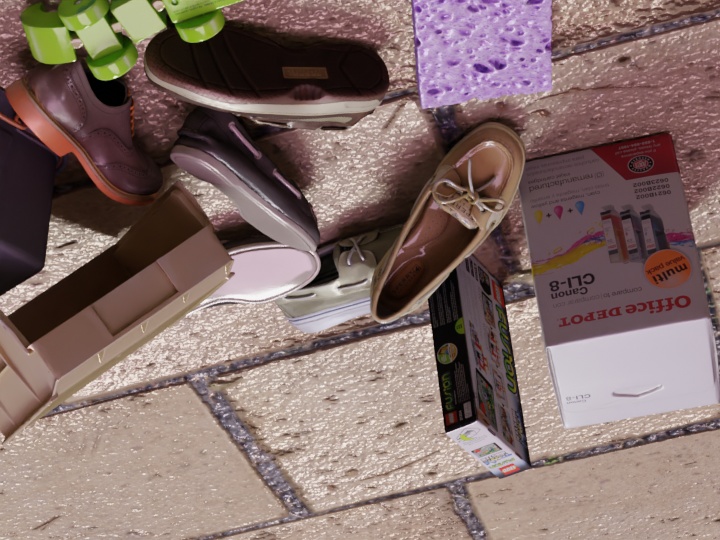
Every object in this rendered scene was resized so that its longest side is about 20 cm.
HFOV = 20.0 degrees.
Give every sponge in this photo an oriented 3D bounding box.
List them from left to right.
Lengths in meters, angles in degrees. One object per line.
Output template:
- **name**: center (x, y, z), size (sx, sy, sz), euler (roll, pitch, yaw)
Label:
- **sponge**: center (0.095, -0.207, 1.602), size (0.111, 0.030, 0.200), euler (-7, 146, 1)

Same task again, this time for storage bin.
- **storage bin**: center (-0.327, -0.071, 1.639), size (0.145, 0.135, 0.200), euler (-29, 140, 29)
- **storage bin**: center (-0.227, 0.036, 1.700), size (0.200, 0.094, 0.198), euler (-35, 179, -29)

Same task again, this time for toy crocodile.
- **toy crocodile**: center (-0.164, -0.203, 1.547), size (0.199, 0.062, 0.068), euler (-21, 130, 11)

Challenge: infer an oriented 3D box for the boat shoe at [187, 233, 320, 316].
- **boat shoe**: center (-0.133, 0.002, 1.856), size (0.199, 0.057, 0.067), euler (-18, 122, 10)

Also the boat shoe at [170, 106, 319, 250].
- **boat shoe**: center (-0.085, -0.078, 1.724), size (0.067, 0.057, 0.200), euler (15, 165, 36)

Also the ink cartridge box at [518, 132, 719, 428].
- **ink cartridge box**: center (0.226, 0.012, 1.786), size (0.144, 0.201, 0.145), euler (-11, 145, 7)

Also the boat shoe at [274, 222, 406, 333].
- **boat shoe**: center (0.000, 0.000, 1.850), size (0.199, 0.072, 0.062), euler (-27, 135, 29)

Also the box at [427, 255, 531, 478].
- **box**: center (0.105, 0.078, 1.862), size (0.035, 0.201, 0.110), euler (-22, 142, 21)

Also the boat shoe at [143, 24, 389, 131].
- **boat shoe**: center (-0.080, -0.143, 1.632), size (0.201, 0.075, 0.075), euler (7, 149, -19)

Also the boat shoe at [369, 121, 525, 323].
- **boat shoe**: center (0.075, -0.036, 1.757), size (0.073, 0.063, 0.201), euler (32, 109, 0)

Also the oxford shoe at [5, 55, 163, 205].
- **oxford shoe**: center (-0.204, -0.113, 1.658), size (0.073, 0.071, 0.200), euler (-39, 150, 6)
